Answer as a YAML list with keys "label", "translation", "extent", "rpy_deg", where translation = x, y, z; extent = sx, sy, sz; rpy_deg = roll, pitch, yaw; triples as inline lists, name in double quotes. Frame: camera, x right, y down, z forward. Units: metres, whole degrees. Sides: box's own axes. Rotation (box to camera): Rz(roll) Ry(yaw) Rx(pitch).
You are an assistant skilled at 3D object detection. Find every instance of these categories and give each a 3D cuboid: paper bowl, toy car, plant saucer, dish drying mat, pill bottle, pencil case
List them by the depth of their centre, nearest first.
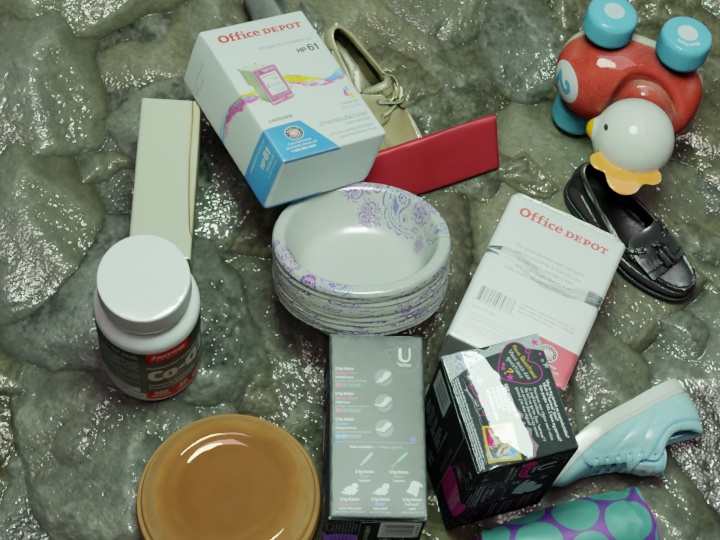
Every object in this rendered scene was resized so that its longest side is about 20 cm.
- label: "plant saucer"
  translation: [-0.139, 0.236, 1.559]
  extent: [0.197, 0.038, 0.202]
  rpy_deg: [1, 55, -1]
- label: "pencil case"
  translation: [0.217, 0.295, 1.559]
  extent: [0.197, 0.085, 0.094]
  rpy_deg: [-14, 105, -13]
- label: "pill bottle"
  translation: [-0.225, 0.051, 1.565]
  extent: [0.112, 0.201, 0.115]
  rpy_deg: [2, 65, -4]
- label: "paper bowl"
  translation: [0.000, 0.000, 1.642]
  extent: [0.197, 0.105, 0.202]
  rpy_deg: [2, 38, -1]
- label: "toy car"
  translation: [0.301, -0.175, 1.713]
  extent: [0.174, 0.185, 0.202]
  rpy_deg: [17, 53, 3]
- label: "dish drying mat"
  translation: [0.072, -0.126, 1.750]
  extent: [0.198, 0.078, 0.018]
  rpy_deg: [-19, 38, -14]

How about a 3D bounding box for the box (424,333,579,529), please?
- label: "box"
  translation: [0.138, 0.170, 1.545]
  extent: [0.113, 0.201, 0.134]
  rpy_deg: [-12, 66, -13]

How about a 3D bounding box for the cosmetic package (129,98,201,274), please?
- label: "cosmetic package"
  translation: [-0.222, -0.084, 1.683]
  extent: [0.072, 0.104, 0.203]
  rpy_deg: [2, 66, -5]

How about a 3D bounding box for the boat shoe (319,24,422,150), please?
- label: "boat shoe"
  translation: [0.017, -0.202, 1.756]
  extent: [0.072, 0.065, 0.201]
  rpy_deg: [-40, 94, -34]

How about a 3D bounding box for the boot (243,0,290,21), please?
- label: "boot"
  translation: [-0.136, -0.256, 1.789]
  extent: [0.130, 0.070, 0.202]
  rpy_deg: [-20, 67, -16]

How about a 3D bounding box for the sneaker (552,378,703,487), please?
- label: "sneaker"
  translation: [0.294, 0.195, 1.619]
  extent: [0.198, 0.074, 0.082]
  rpy_deg: [-29, 68, -16]

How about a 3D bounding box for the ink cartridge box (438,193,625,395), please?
- label: "ink cartridge box"
  translation: [0.195, 0.035, 1.678]
  extent: [0.144, 0.084, 0.202]
  rpy_deg: [25, 65, 7]

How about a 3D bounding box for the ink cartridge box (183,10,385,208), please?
- label: "ink cartridge box"
  translation: [-0.088, -0.186, 1.663]
  extent: [0.143, 0.085, 0.201]
  rpy_deg: [-18, 61, -32]

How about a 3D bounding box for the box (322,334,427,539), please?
- label: "box"
  translation: [0.013, 0.183, 1.570]
  extent: [0.104, 0.123, 0.203]
  rpy_deg: [1, 66, -5]

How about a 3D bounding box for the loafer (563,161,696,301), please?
- label: "loafer"
  translation: [0.319, -0.047, 1.740]
  extent: [0.072, 0.063, 0.200]
  rpy_deg: [-38, 74, -20]
